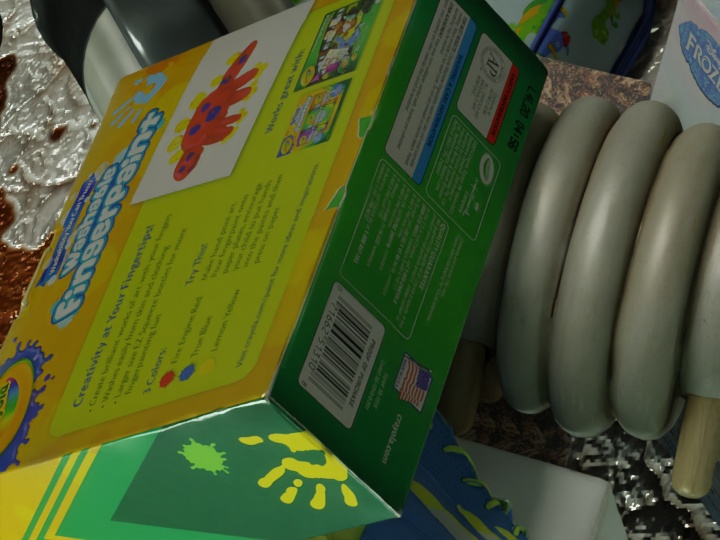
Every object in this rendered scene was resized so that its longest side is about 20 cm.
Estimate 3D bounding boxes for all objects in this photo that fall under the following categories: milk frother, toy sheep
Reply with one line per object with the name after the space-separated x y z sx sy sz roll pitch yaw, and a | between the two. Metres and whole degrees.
-0.124 -0.079 1.382 0.200 0.180 0.188 -46 40 11 | milk frother
0.088 0.001 1.080 0.199 0.138 0.138 13 62 9 | toy sheep

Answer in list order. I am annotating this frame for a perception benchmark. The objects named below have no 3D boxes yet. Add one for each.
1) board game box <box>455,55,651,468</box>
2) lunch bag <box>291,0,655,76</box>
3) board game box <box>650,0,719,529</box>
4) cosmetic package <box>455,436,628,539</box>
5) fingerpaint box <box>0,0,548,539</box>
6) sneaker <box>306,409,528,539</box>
0.050 0.007 1.241 0.096 0.200 0.160 14 80 2 | board game box
0.033 -0.106 1.466 0.200 0.083 0.161 7 57 41 | lunch bag
0.170 0.019 1.161 0.043 0.199 0.200 -14 50 -23 | board game box
0.008 0.171 1.143 0.166 0.200 0.168 15 67 21 | cosmetic package
-0.039 0.004 1.029 0.167 0.073 0.200 -18 39 40 | fingerpaint box
0.028 0.090 1.021 0.199 0.076 0.105 13 65 21 | sneaker
